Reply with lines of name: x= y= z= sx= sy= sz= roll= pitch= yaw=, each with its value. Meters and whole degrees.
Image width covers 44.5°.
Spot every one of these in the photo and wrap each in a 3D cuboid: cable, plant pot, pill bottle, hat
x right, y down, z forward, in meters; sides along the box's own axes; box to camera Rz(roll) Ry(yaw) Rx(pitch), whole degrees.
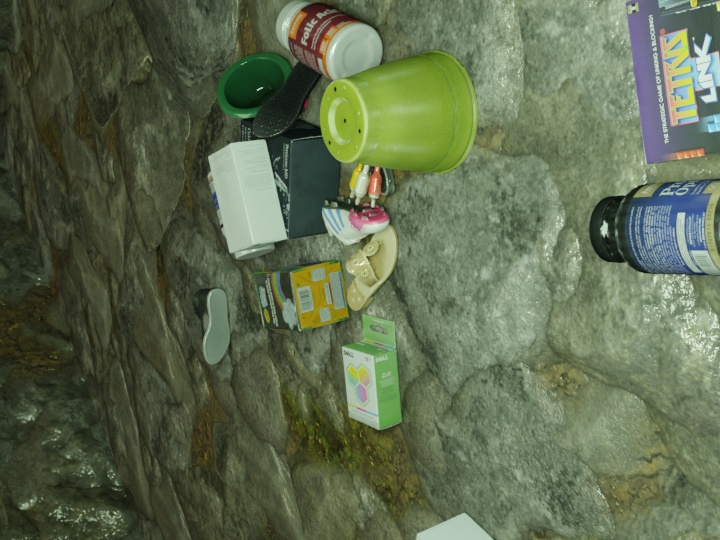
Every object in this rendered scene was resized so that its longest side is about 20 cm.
cable: x=0.022 y=-0.210 z=1.568 sx=0.097 sy=0.050 sz=0.200 roll=27 pitch=122 yaw=45
plant pot: x=0.047 y=-0.243 z=1.395 sx=0.200 sy=0.193 sz=0.201 roll=23 pitch=119 yaw=51
pill bottle: x=0.377 y=-0.050 z=1.044 sx=0.200 sy=0.112 sz=0.112 roll=2 pitch=102 yaw=55
pill bottle: x=-0.061 y=-0.411 z=1.571 sx=0.200 sy=0.114 sz=0.114 roll=39 pitch=130 yaw=43
pill bottle: x=-0.256 y=-0.131 z=1.937 sx=0.120 sy=0.120 sz=0.200 roll=-23 pitch=81 yaw=56
hat: x=-0.196 y=-0.343 z=1.851 sx=0.176 sy=0.166 sz=0.200 roll=62 pitch=-171 yaw=-54

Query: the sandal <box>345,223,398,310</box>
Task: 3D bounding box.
sandal: x=0.003 y=0.004 z=1.644 sx=0.078 sy=0.070 sz=0.212 roll=56 pitch=140 yaw=30

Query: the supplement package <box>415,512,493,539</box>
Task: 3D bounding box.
supplement package: x=0.161 y=0.551 z=1.539 sx=0.117 sy=0.117 sz=0.200 roll=38 pitch=129 yaw=44

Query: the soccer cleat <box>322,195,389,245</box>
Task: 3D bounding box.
soccer cleat: x=-0.005 y=-0.084 z=1.640 sx=0.200 sy=0.070 sz=0.086 roll=25 pitch=127 yaw=57

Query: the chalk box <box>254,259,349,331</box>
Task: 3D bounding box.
chalk box: x=-0.132 y=0.051 z=1.812 sx=0.200 sy=0.124 sz=0.125 roll=-1 pitch=100 yaw=57

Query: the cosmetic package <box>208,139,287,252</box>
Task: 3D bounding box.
cosmetic package: x=-0.219 y=-0.142 z=1.700 sx=0.113 sy=0.081 sz=0.200 roll=-10 pitch=93 yaw=56

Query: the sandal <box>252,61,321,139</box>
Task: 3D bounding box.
sandal: x=-0.133 y=-0.319 z=1.676 sx=0.075 sy=0.200 sz=0.045 roll=25 pitch=157 yaw=16

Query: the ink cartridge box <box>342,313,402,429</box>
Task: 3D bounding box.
ink cartridge box: x=0.020 y=0.193 z=1.687 sx=0.104 sy=0.059 sz=0.200 roll=11 pitch=109 yaw=54

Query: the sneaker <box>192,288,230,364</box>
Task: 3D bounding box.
sneaker: x=-0.387 y=0.136 z=2.262 sx=0.099 sy=0.071 sz=0.200 roll=18 pitch=108 yaw=54

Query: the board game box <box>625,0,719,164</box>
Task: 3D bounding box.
board game box: x=0.397 y=-0.232 z=1.009 sx=0.165 sy=0.057 sz=0.200 roll=-4 pitch=97 yaw=55

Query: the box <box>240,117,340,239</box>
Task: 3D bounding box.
box: x=-0.143 y=-0.191 z=1.754 sx=0.197 sy=0.124 sz=0.200 roll=28 pitch=122 yaw=47
